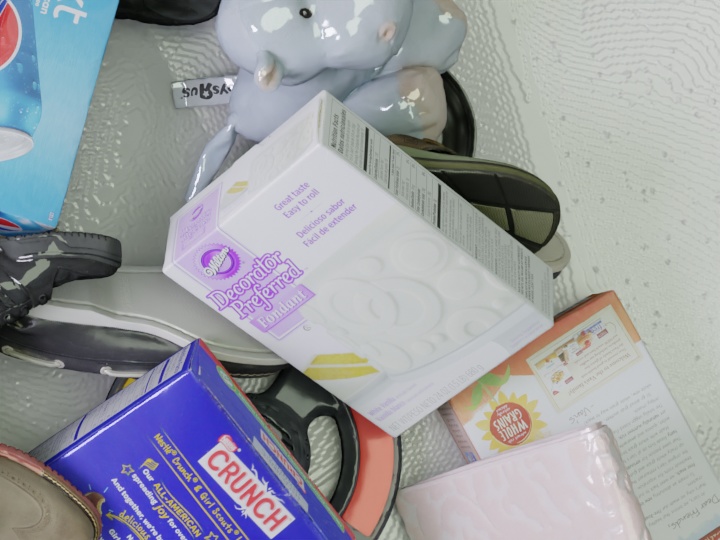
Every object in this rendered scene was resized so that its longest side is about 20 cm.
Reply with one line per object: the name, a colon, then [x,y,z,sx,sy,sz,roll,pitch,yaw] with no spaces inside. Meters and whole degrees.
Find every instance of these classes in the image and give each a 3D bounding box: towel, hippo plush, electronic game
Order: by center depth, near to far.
hippo plush: [-0.037,-0.160,1.580,0.200,0.161,0.160,-11,67,5]
towel: [0.122,0.208,1.594,0.032,0.191,0.200,-21,90,-43]
electronic game: [-0.071,0.119,1.630,0.200,0.042,0.200,1,85,-10]

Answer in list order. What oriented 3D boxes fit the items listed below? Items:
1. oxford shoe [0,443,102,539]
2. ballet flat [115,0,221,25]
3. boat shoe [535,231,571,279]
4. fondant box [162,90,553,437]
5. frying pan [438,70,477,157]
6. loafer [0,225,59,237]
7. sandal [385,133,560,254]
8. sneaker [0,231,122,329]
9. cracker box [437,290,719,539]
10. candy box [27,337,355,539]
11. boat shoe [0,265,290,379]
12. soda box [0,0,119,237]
oxford shoe: [-0.245,0.136,1.458,0.200,0.075,0.071,21,119,-16]
ballet flat: [-0.181,-0.198,1.639,0.200,0.057,0.067,14,105,-4]
boat shoe: [0.035,-0.008,1.636,0.200,0.073,0.063,4,129,-15]
fondant box: [0.000,0.000,1.552,0.200,0.058,0.144,37,123,-24]
frying pan: [0.029,-0.053,1.667,0.115,0.031,0.190,-15,92,-9]
loafer: [-0.235,-0.068,1.600,0.076,0.067,0.200,-12,88,-11]
sandal: [0.029,-0.057,1.577,0.201,0.080,0.057,13,41,-7]
sneaker: [-0.239,0.034,1.493,0.199,0.060,0.104,-3,84,-8]
cracker box: [0.152,0.132,1.663,0.134,0.058,0.200,-29,90,-10]
candy box: [-0.130,0.166,1.553,0.200,0.077,0.169,-34,104,11]
boat shoe: [-0.136,0.039,1.586,0.200,0.060,0.074,9,40,-20]
soda box: [-0.198,-0.123,1.549,0.068,0.064,0.200,18,76,-16]
